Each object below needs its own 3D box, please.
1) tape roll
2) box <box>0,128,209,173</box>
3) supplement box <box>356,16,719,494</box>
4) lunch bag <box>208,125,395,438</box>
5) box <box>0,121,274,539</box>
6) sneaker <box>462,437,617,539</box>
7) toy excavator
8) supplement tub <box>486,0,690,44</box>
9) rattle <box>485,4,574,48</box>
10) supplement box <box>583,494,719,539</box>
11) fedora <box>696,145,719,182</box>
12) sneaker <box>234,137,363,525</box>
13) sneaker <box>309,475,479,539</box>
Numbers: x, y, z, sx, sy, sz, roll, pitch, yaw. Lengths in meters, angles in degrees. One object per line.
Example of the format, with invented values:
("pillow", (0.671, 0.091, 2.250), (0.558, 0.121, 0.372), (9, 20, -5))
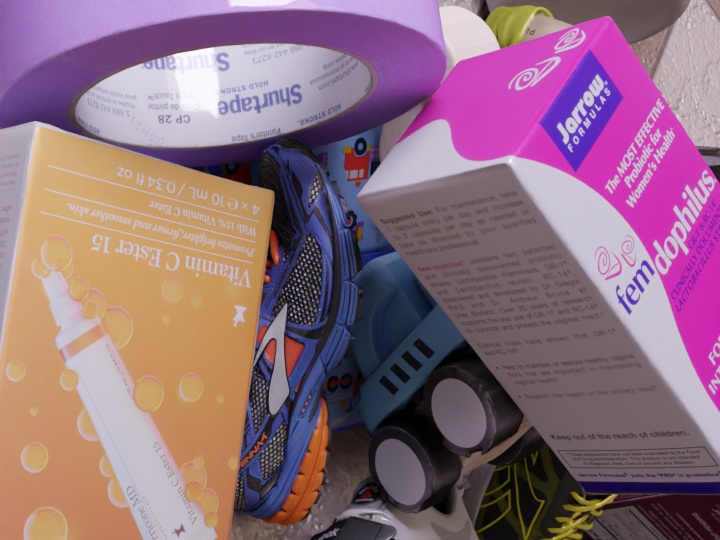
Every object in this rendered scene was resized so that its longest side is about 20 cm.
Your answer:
("tape roll", (-0.064, -0.105, 0.662), (0.199, 0.199, 0.066), (4, 73, -45))
("box", (-0.160, -0.064, 0.723), (0.200, 0.041, 0.120), (40, 51, -33))
("supplement box", (0.108, 0.000, 0.685), (0.200, 0.103, 0.101), (50, 57, -22))
("lunch bag", (0.000, 0.000, 0.847), (0.150, 0.094, 0.202), (-11, 98, -45))
("box", (-0.124, 0.052, 0.643), (0.124, 0.097, 0.202), (13, 80, -39))
("sneaker", (0.109, 0.126, 0.859), (0.074, 0.084, 0.202), (-9, 111, -31))
("toy excavator", (0.042, -0.006, 0.771), (0.100, 0.195, 0.201), (-20, 69, -41))
("supplement tub", (0.155, -0.271, 1.045), (0.144, 0.144, 0.202), (17, 64, -41))
("rattle", (0.138, -0.081, 1.018), (0.200, 0.129, 0.144), (45, 54, -61))
("supplement box", (0.229, 0.116, 0.943), (0.086, 0.199, 0.111), (43, 49, -28))
("fedora", (0.299, -0.040, 1.103), (0.176, 0.200, 0.091), (2, 98, -22))
("sneaker", (-0.050, 0.034, 0.730), (0.078, 0.075, 0.202), (2, 105, -24))
("sneaker", (-0.002, 0.157, 0.787), (0.199, 0.074, 0.089), (-3, 79, -57))
